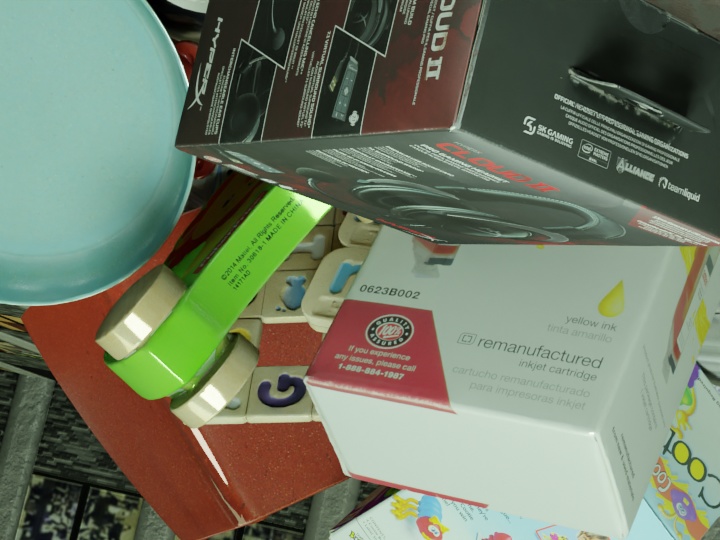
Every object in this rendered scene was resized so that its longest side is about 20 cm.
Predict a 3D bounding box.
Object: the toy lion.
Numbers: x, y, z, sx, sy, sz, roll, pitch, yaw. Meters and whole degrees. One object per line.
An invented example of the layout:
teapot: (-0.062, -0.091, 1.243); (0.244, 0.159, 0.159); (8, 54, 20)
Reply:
toy lion: (-0.055, -0.022, 0.934); (0.069, 0.200, 0.192); (42, 168, -12)

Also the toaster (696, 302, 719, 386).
toaster: (0.246, 0.018, 1.021); (0.199, 0.114, 0.129); (15, 174, -22)

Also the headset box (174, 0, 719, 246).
headset box: (0.047, -0.063, 0.732); (0.148, 0.078, 0.199); (19, 171, -37)

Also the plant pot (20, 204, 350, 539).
plant pot: (-0.068, 0.056, 1.151); (0.199, 0.177, 0.200); (-21, 176, -23)

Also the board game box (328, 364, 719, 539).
board game box: (0.096, 0.121, 1.010); (0.200, 0.105, 0.103); (-37, 180, 43)

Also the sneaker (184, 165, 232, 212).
sneaker: (-0.087, -0.059, 1.149); (0.086, 0.075, 0.200); (7, 170, 2)

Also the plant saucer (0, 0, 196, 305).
plant saucer: (-0.170, -0.078, 0.901); (0.199, 0.201, 0.027); (12, -152, 9)

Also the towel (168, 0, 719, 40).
towel: (0.032, -0.114, 0.785); (0.199, 0.032, 0.191); (16, 170, -23)

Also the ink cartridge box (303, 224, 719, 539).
ink cartridge box: (0.083, 0.007, 0.880); (0.144, 0.201, 0.084); (8, 143, 27)

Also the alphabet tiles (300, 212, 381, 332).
alphabet tiles: (0.074, 0.005, 0.955); (0.199, 0.196, 0.015); (9, 143, 26)

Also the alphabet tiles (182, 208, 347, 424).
alphabet tiles: (0.000, 0.000, 1.002); (0.166, 0.201, 0.008); (-3, 137, 9)

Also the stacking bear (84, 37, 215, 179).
stacking bear: (-0.170, -0.088, 0.969); (0.199, 0.122, 0.114); (7, -157, 16)

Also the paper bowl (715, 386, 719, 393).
paper bowl: (0.145, 0.068, 1.163); (0.200, 0.202, 0.104); (17, 169, -23)
